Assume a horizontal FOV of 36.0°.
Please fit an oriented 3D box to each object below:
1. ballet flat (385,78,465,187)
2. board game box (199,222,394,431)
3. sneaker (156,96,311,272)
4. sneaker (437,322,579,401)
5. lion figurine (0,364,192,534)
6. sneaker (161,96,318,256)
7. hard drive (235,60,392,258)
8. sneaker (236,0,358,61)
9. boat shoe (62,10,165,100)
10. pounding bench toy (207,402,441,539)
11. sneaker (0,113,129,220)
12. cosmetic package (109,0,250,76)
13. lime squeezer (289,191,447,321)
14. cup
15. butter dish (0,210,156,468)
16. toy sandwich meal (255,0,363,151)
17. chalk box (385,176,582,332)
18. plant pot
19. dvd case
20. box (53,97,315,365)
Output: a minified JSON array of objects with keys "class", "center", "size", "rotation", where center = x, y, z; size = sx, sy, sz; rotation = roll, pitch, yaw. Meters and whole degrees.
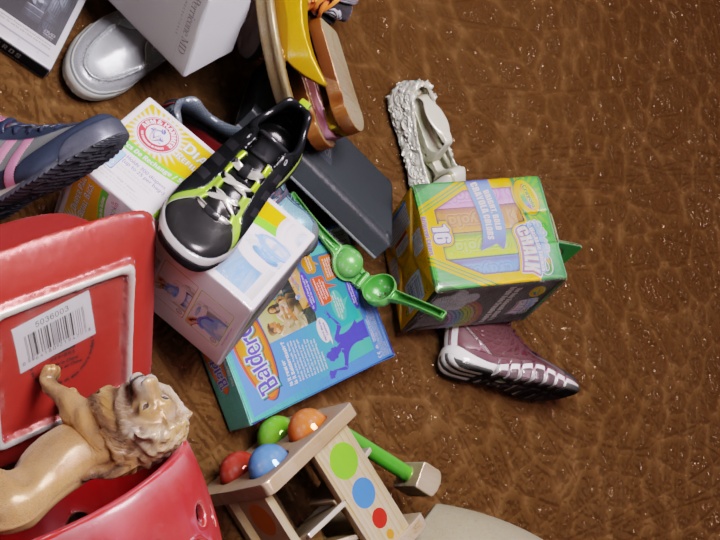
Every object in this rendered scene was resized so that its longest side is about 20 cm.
[{"class":"ballet flat","center":[0.085,-0.126,1.273],"size":[0.071,0.071,0.203],"rotation":[-22,92,-40]},{"class":"board game box","center":[-0.071,0.051,1.108],"size":[0.198,0.045,0.155],"rotation":[-20,90,-41]},{"class":"sneaker","center":[-0.101,-0.085,0.926],"size":[0.071,0.083,0.201],"rotation":[35,47,-3]},{"class":"sneaker","center":[0.177,0.078,1.281],"size":[0.197,0.075,0.118],"rotation":[18,63,-33]},{"class":"lion figurine","center":[-0.225,0.140,0.805],"size":[0.199,0.122,0.073],"rotation":[-41,144,-22]},{"class":"sneaker","center":[-0.118,-0.086,1.051],"size":[0.199,0.096,0.080],"rotation":[37,53,-4]},{"class":"hard drive","center":[-0.041,-0.118,1.148],"size":[0.200,0.033,0.140],"rotation":[43,23,-20]},{"class":"sneaker","center":[-0.059,-0.290,1.198],"size":[0.111,0.077,0.203],"rotation":[32,59,-26]},{"class":"boat shoe","center":[-0.203,-0.235,1.070],"size":[0.071,0.071,0.201],"rotation":[54,51,-12]},{"class":"pounding bench toy","center":[-0.027,0.197,1.049],"size":[0.199,0.123,0.158],"rotation":[-39,101,-39]},{"class":"sneaker","center":[-0.278,-0.098,0.895],"size":[0.083,0.197,0.070],"rotation":[69,21,3]},{"class":"cosmetic package","center":[-0.192,-0.288,1.004],"size":[0.200,0.102,0.071],"rotation":[45,50,9]},{"class":"lime squeezer","center":[0.000,0.000,1.113],"size":[0.199,0.071,0.038],"rotation":[39,85,12]},{"class":"cup","center":[0.097,0.316,1.089],"size":[0.143,0.201,0.200],"rotation":[41,51,9]},{"class":"butter dish","center":[-0.277,0.034,0.896],"size":[0.198,0.147,0.202],"rotation":[-23,135,-40]},{"class":"toy sandwich meal","center":[-0.048,-0.218,1.061],"size":[0.205,0.069,0.210],"rotation":[-9,90,-83]},{"class":"chalk box","center":[0.139,-0.020,1.198],"size":[0.196,0.125,0.126],"rotation":[-5,68,-20]},{"class":"plant pot","center":[-0.195,0.252,0.859],"size":[0.199,0.199,0.186],"rotation":[-26,101,-40]},{"class":"dvd case","center":[-0.316,-0.302,1.031],"size":[0.149,0.025,0.203],"rotation":[33,59,-27]},{"class":"box","center":[-0.158,-0.036,0.986],"size":[0.199,0.102,0.113],"rotation":[39,49,0]}]
